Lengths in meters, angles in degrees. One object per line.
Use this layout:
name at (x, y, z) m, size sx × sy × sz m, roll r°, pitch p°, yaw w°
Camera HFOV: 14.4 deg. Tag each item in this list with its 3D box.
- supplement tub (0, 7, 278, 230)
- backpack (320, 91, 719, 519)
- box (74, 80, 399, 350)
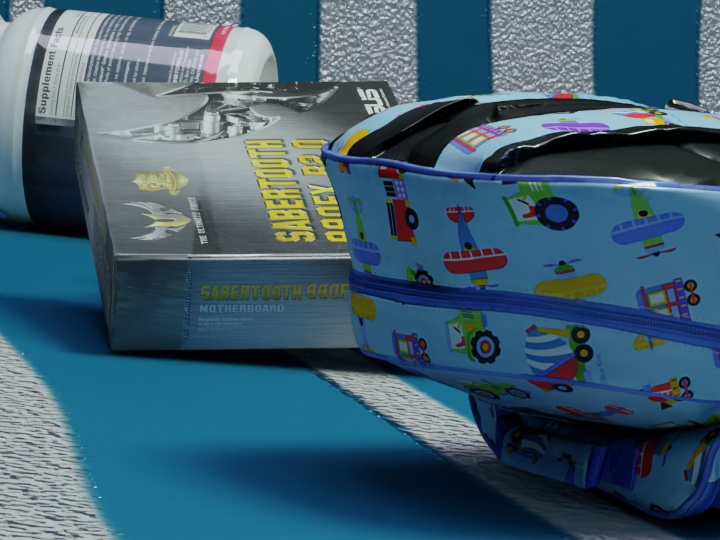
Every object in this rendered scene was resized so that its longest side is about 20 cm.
supplement tub at (-0.159, -0.094, 1.825) m, size 0.199 × 0.141 × 0.140 m, roll 6°, pitch 5°, yaw 7°
backpack at (0.086, 0.008, 0.960) m, size 0.199 × 0.136 × 0.182 m, roll 3°, pitch 6°, yaw -35°
box at (-0.047, -0.030, 1.314) m, size 0.157 × 0.049 × 0.200 m, roll 0°, pitch 26°, yaw -10°
